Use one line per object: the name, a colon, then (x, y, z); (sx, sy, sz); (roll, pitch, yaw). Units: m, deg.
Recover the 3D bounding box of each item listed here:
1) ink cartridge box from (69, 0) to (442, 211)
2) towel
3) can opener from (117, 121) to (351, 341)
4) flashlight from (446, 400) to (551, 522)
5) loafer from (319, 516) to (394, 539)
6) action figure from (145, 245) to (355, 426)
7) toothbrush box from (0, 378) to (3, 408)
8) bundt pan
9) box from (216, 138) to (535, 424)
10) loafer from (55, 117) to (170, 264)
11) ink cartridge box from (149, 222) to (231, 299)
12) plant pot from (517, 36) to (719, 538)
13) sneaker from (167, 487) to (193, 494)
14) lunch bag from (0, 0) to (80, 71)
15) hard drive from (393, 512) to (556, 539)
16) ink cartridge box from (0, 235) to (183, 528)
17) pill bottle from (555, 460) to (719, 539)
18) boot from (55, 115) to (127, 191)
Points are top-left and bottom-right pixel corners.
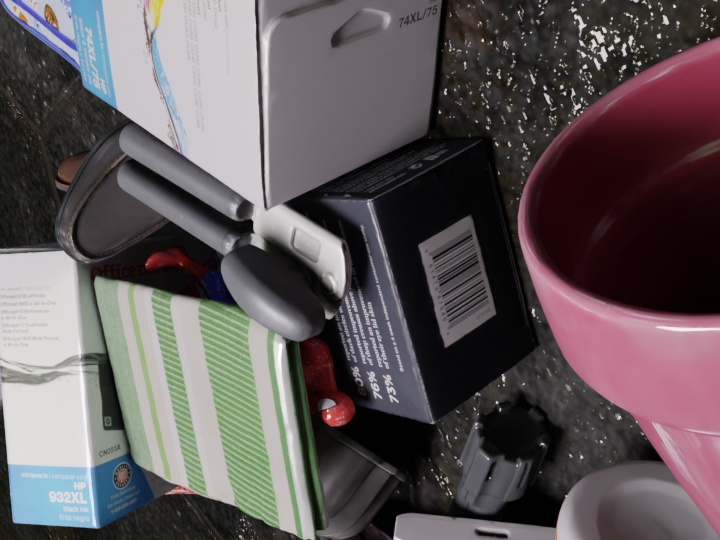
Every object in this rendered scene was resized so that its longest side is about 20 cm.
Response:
ink cartridge box: (-0.067, -0.163, 0.656); (0.199, 0.145, 0.148); (34, 137, 35)
towel: (-0.103, 0.087, 0.714); (0.198, 0.023, 0.156); (9, 114, 44)
can opener: (-0.084, -0.032, 0.646); (0.199, 0.066, 0.053); (34, 126, 31)
flashlight: (0.087, 0.177, 0.764); (0.068, 0.067, 0.202); (-94, 14, -50)
loafer: (0.007, 0.234, 0.883); (0.073, 0.062, 0.200); (60, 174, -4)
action figure: (-0.075, 0.050, 0.719); (0.198, 0.051, 0.066); (29, 133, 36)
toothbrush box: (-0.314, 0.071, 0.950); (0.086, 0.198, 0.146); (63, 149, 0)
bundt pan: (-0.064, 0.141, 0.830); (0.200, 0.077, 0.202); (31, 170, 6)
box: (0.000, 0.000, 0.716); (0.198, 0.103, 0.151); (8, 120, 51)
loafer: (-0.129, -0.080, 0.746); (0.072, 0.200, 0.073); (21, 155, 54)
ink cartridge box: (-0.178, 0.026, 0.988); (0.143, 0.084, 0.204); (0, 111, 53)
plant pot: (0.182, 0.023, 0.434); (0.198, 0.200, 0.181); (12, 138, 48)
sneaker: (-0.144, 0.175, 0.964); (0.107, 0.199, 0.069); (11, 91, 42)
lunch bag: (-0.250, -0.254, 0.902); (0.199, 0.075, 0.162); (40, 142, 31)
hard drive: (0.091, 0.252, 0.762); (0.129, 0.027, 0.203); (4, 130, 9)
ink cartridge box: (-0.202, 0.078, 0.830); (0.082, 0.145, 0.205); (-2, 94, 23)
pill bottle: (0.167, 0.224, 0.644); (0.112, 0.112, 0.203); (30, 135, 37)
boot: (-0.182, -0.168, 0.827); (0.183, 0.065, 0.203); (-9, 114, 12)
